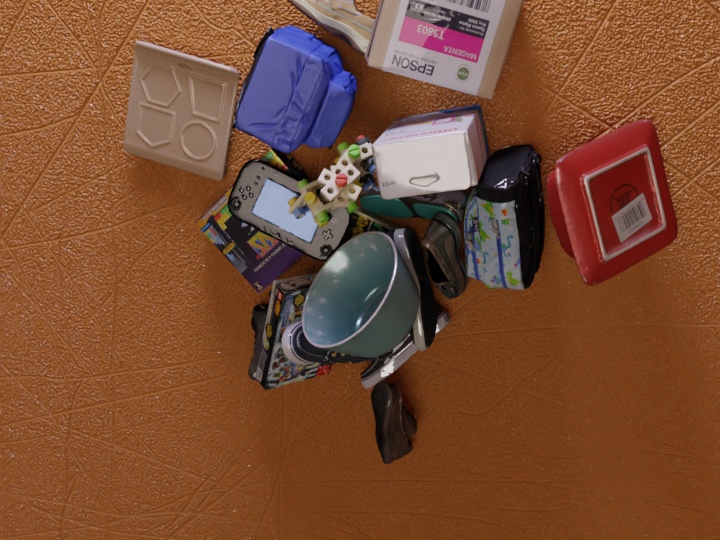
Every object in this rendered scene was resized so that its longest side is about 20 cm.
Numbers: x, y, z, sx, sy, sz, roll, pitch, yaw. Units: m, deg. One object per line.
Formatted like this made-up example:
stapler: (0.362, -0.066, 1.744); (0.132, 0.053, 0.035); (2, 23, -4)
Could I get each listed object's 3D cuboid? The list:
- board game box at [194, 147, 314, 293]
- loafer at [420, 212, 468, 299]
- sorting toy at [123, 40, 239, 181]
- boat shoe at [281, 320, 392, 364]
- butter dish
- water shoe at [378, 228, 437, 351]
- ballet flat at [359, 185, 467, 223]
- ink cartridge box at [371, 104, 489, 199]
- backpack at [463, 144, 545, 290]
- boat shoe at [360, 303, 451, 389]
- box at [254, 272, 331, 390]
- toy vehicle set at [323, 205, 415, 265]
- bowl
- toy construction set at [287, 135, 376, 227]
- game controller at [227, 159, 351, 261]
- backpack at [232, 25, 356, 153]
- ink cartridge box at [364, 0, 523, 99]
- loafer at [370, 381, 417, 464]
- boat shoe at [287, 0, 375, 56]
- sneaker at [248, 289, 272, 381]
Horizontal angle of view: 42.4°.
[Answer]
board game box: (-0.154, -0.087, 1.565); (0.200, 0.057, 0.166); (-40, 96, 23)
loafer: (0.124, -0.011, 1.473); (0.071, 0.063, 0.201); (33, 157, 28)
sorting toy: (-0.298, -0.265, 1.546); (0.182, 0.037, 0.203); (17, 118, 7)
boat shoe: (-0.034, 0.115, 1.506); (0.090, 0.199, 0.072); (-9, 80, 37)
butter dish: (0.352, -0.105, 1.397); (0.198, 0.147, 0.202); (-26, 107, -22)
water shoe: (0.071, 0.033, 1.520); (0.078, 0.071, 0.203); (-10, 93, 29)
ballet flat: (0.090, -0.117, 1.484); (0.198, 0.072, 0.073); (11, 116, 39)
ink cartridge box: (0.109, -0.180, 1.387); (0.142, 0.200, 0.086); (-7, 109, 15)
backpack: (0.225, -0.068, 1.438); (0.152, 0.164, 0.202); (-11, 115, 26)
boat shoe: (0.063, 0.121, 1.588); (0.200, 0.070, 0.066); (-42, 89, 23)
box: (-0.096, 0.098, 1.553); (0.040, 0.135, 0.202); (43, 132, 39)
toy vehicle set: (0.000, 0.000, 1.577); (0.123, 0.027, 0.202); (24, 114, 4)
bowl: (0.014, 0.052, 1.428); (0.200, 0.202, 0.105); (-38, 126, 23)
toy construction set: (-0.036, -0.132, 1.393); (0.130, 0.200, 0.093); (-25, 90, -16)
game controller: (-0.114, -0.098, 1.499); (0.198, 0.042, 0.105); (27, 113, 0)
backpack: (-0.094, -0.268, 1.405); (0.166, 0.200, 0.164); (29, 109, -9)
ink cartridge box: (0.121, -0.357, 1.358); (0.197, 0.075, 0.167); (13, 108, -8)
loafer: (0.062, 0.258, 1.622); (0.070, 0.074, 0.202); (-15, 140, -10)
boat shoe: (-0.025, -0.396, 1.416); (0.198, 0.072, 0.077); (31, 106, -11)
sneaker: (-0.160, 0.106, 1.638); (0.090, 0.066, 0.201); (41, 124, 14)
